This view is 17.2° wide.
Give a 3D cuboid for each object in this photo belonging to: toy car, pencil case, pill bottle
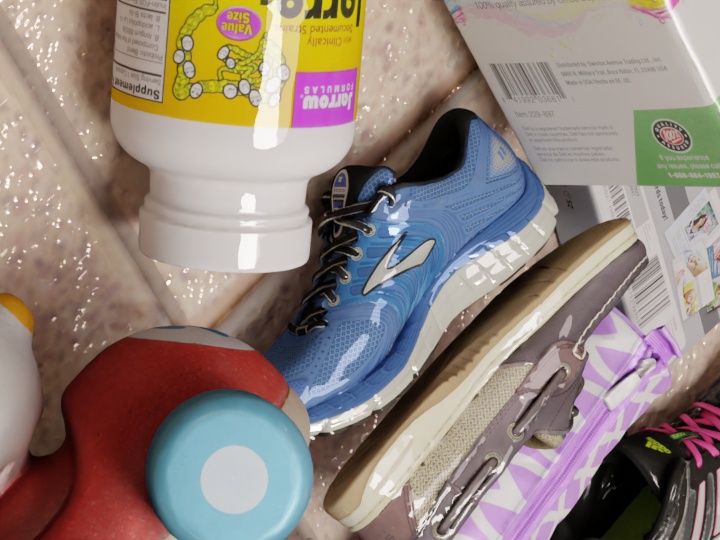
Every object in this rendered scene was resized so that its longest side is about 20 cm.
[{"bbox_3d":[-0.140,0.056,0.930,0.177,0.184,0.200,-45,98,-6],"label":"toy car"},{"bbox_3d":[0.079,0.101,1.173,0.200,0.085,0.084,-54,129,-15],"label":"pencil case"},{"bbox_3d":[-0.049,-0.104,0.983,0.104,0.104,0.201,-7,107,-41],"label":"pill bottle"}]

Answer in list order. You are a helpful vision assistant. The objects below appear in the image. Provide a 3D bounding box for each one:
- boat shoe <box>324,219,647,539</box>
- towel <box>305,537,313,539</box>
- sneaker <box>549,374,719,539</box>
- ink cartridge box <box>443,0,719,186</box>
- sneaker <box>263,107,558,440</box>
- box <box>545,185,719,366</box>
[{"bbox_3d":[0.069,0.059,1.109,0.065,0.072,0.200,47,70,-7],"label":"boat shoe"},{"bbox_3d":[-0.050,0.239,1.111,0.200,0.024,0.147,-52,132,-16],"label":"towel"},{"bbox_3d":[0.170,0.107,1.264,0.200,0.074,0.088,-46,134,-17],"label":"sneaker"},{"bbox_3d":[0.107,-0.141,1.061,0.088,0.145,0.200,-44,116,-26],"label":"ink cartridge box"},{"bbox_3d":[0.000,0.000,1.091,0.200,0.078,0.089,-46,114,-26],"label":"sneaker"},{"bbox_3d":[0.184,-0.058,1.251,0.200,0.041,0.156,-37,125,-27],"label":"box"}]
